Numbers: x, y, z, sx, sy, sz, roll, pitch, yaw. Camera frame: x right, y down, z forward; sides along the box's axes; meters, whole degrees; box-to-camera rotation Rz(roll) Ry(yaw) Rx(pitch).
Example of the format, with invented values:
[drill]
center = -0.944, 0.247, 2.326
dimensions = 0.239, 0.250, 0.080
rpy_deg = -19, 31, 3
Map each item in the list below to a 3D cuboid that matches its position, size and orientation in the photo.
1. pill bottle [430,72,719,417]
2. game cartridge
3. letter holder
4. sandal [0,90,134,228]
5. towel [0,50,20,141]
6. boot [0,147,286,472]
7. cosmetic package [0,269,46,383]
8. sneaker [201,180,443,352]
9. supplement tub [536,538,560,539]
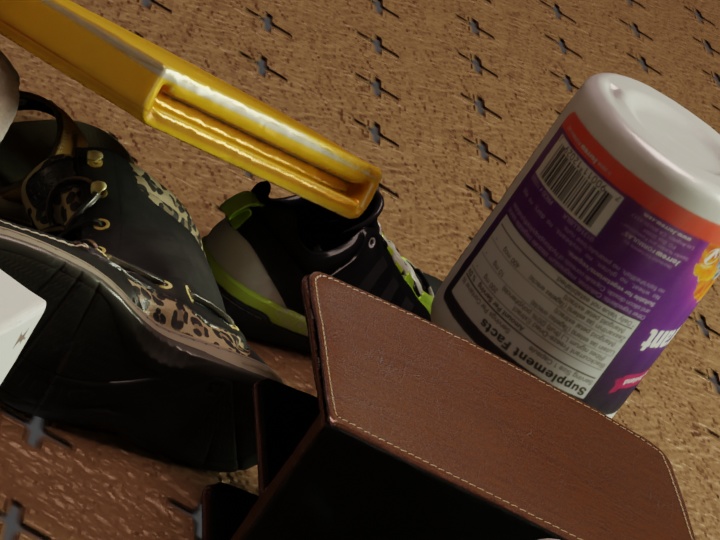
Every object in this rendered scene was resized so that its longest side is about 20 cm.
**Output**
[pill bottle]
center = 0.105, 0.011, 1.441
dimensions = 0.111, 0.200, 0.112
rpy_deg = 30, 21, -13
[game cartridge]
center = -0.109, -0.096, 1.391
dimensions = 0.200, 0.033, 0.176
rpy_deg = 29, 3, 39
[letter holder]
center = 0.039, 0.105, 1.264
dimensions = 0.200, 0.101, 0.142
rpy_deg = 27, 24, -19
[sandal]
center = -0.171, -0.059, 1.384
dimensions = 0.080, 0.054, 0.200
rpy_deg = 45, 23, 27
[towel]
center = -0.225, -0.073, 1.264
dimensions = 0.133, 0.034, 0.200
rpy_deg = 47, 32, -17
[boot]
center = -0.127, 0.001, 1.291
dimensions = 0.200, 0.073, 0.151
rpy_deg = 25, 23, -33
[cosmetic package]
center = -0.232, 0.005, 1.072
dimensions = 0.200, 0.113, 0.081
rpy_deg = 35, 20, 9
[sneaker]
center = 0.000, 0.000, 1.472
dimensions = 0.200, 0.083, 0.072
rpy_deg = 11, 31, -47
[supplement tub]
center = 0.115, 0.210, 1.093
dimensions = 0.200, 0.145, 0.145
rpy_deg = 32, 21, -6
